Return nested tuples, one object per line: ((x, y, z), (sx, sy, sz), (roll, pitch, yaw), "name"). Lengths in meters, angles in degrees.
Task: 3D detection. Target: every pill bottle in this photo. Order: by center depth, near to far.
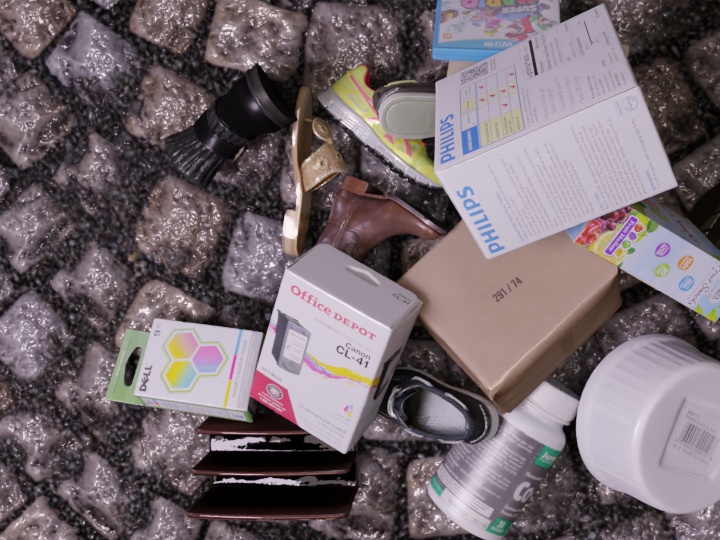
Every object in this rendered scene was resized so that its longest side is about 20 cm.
((0.179, 0.218, 1.034), (0.113, 0.113, 0.200), (32, 97, 3), "pill bottle")

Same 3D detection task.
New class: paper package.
((0.171, 0.028, 0.983), (0.200, 0.103, 0.191), (-43, 60, -1), "paper package")

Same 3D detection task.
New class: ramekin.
((0.363, 0.182, 0.983), (0.200, 0.098, 0.201), (-4, 101, -18), "ramekin")

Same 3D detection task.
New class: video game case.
((0.161, -0.314, 0.992), (0.142, 0.018, 0.201), (4, 52, 5), "video game case")

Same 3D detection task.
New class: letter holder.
((-0.109, 0.244, 1.051), (0.199, 0.142, 0.101), (-1, 93, 6), "letter holder")

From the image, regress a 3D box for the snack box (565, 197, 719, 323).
((0.311, -0.046, 0.948), (0.199, 0.169, 0.068), (28, 112, -17), "snack box")

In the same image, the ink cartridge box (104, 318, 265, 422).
((-0.226, 0.124, 1.079), (0.199, 0.059, 0.104), (8, 66, 6), "ink cartridge box")

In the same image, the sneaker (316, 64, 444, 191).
((0.044, -0.179, 1.047), (0.200, 0.078, 0.090), (41, 92, 2), "sneaker")

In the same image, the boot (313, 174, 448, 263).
((0.000, 0.000, 1.035), (0.186, 0.064, 0.201), (29, 94, 46), "boot")

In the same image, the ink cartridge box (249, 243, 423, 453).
((-0.034, 0.092, 0.989), (0.147, 0.086, 0.201), (29, 126, 15), "ink cartridge box")

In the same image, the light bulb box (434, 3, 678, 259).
((0.190, -0.144, 0.867), (0.199, 0.199, 0.125), (-22, 123, 21), "light bulb box")

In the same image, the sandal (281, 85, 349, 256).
((-0.049, -0.120, 1.060), (0.069, 0.078, 0.213), (10, 102, 10), "sandal")

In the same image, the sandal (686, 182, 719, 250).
((0.463, -0.090, 1.018), (0.055, 0.082, 0.200), (35, 89, -19), "sandal")

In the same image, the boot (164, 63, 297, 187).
((-0.160, -0.166, 1.008), (0.158, 0.211, 0.080), (-38, 104, 2), "boot")

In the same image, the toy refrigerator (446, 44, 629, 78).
((0.208, -0.238, 1.000), (0.199, 0.076, 0.070), (10, 85, 11), "toy refrigerator")

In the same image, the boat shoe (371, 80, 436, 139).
((0.112, -0.189, 1.004), (0.200, 0.061, 0.072), (4, 123, -20), "boat shoe")

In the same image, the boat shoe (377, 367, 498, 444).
((0.070, 0.161, 1.022), (0.199, 0.060, 0.076), (4, 90, 42), "boat shoe")
